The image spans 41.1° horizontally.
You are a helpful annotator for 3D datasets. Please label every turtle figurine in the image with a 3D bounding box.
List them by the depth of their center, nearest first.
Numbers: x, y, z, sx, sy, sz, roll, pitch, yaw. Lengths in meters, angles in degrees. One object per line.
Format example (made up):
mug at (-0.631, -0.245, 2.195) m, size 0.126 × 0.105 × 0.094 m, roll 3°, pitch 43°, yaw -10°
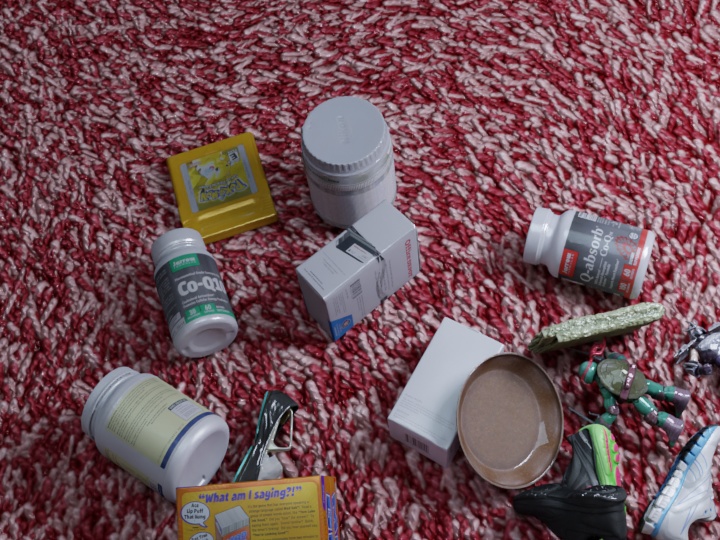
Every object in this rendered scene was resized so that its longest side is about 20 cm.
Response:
turtle figurine at (0.402, 0.187, 1.479) m, size 0.197 × 0.101 × 0.151 m, roll 23°, pitch 65°, yaw 12°

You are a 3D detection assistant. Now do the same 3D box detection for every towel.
towel at (0.364, 0.089, 1.502) m, size 0.196 × 0.148 × 0.037 m, roll -12°, pitch 80°, yaw -6°

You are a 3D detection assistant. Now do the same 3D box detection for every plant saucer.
plant saucer at (0.221, 0.228, 1.461) m, size 0.197 × 0.037 × 0.205 m, roll 5°, pitch 79°, yaw -27°

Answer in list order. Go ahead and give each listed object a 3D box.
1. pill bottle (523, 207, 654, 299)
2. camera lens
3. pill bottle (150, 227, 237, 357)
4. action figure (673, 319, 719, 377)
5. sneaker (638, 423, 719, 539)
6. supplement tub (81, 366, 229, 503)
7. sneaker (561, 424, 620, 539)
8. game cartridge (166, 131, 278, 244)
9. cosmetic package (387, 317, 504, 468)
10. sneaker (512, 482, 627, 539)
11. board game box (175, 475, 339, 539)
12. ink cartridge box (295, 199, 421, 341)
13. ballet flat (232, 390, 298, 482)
pill bottle at (0.378, -0.033, 1.595) m, size 0.197 × 0.116 × 0.117 m, roll 16°, pitch 63°, yaw 16°
camera lens at (-0.019, -0.182, 1.676) m, size 0.157 × 0.201 × 0.162 m, roll -3°, pitch 59°, yaw 4°
pill bottle at (-0.287, 0.035, 1.631) m, size 0.111 × 0.114 × 0.202 m, roll -21°, pitch 60°, yaw -6°
action figure at (0.579, 0.148, 1.496) m, size 0.129 × 0.070 × 0.201 m, roll -34°, pitch 59°, yaw -8°
sneaker at (0.492, 0.321, 1.411) m, size 0.086 × 0.075 × 0.201 m, roll 33°, pitch 75°, yaw 14°
supplement tub at (-0.320, 0.251, 1.491) m, size 0.198 × 0.146 × 0.146 m, roll 28°, pitch 66°, yaw 20°
sneaker at (0.343, 0.333, 1.423) m, size 0.083 × 0.076 × 0.204 m, roll -16°, pitch 60°, yaw 38°
game cartridge at (-0.259, -0.152, 1.784) m, size 0.173 × 0.033 × 0.202 m, roll -18°, pitch 59°, yaw -4°
cosmetic package at (0.136, 0.189, 1.515) m, size 0.112 × 0.082 × 0.201 m, roll 26°, pitch 65°, yaw 19°
sneaker at (0.294, 0.352, 1.364) m, size 0.075 × 0.199 × 0.093 m, roll -7°, pitch 87°, yaw -35°
board game box at (-0.132, 0.394, 1.326) m, size 0.196 × 0.200 × 0.204 m, roll -5°, pitch 77°, yaw 4°
ink cartridge box at (0.000, 0.000, 1.601) m, size 0.199 × 0.145 × 0.084 m, roll -38°, pitch 62°, yaw -16°
ballet flat at (-0.147, 0.282, 1.502) m, size 0.067 × 0.068 × 0.203 m, roll 17°, pitch 63°, yaw 6°
